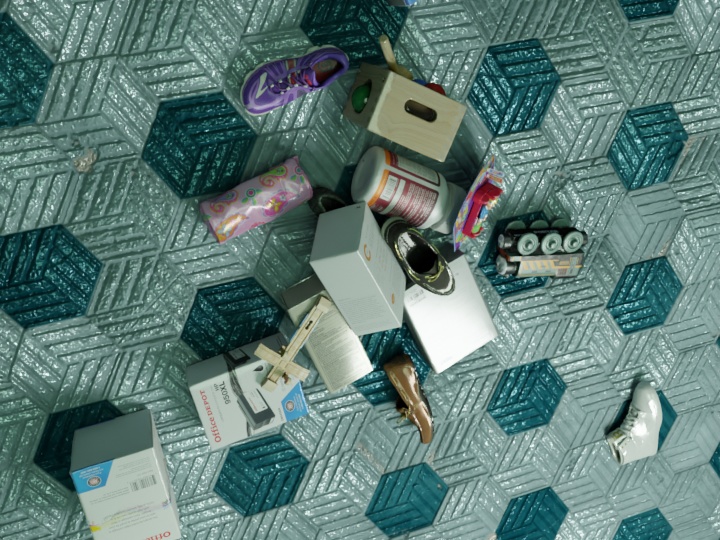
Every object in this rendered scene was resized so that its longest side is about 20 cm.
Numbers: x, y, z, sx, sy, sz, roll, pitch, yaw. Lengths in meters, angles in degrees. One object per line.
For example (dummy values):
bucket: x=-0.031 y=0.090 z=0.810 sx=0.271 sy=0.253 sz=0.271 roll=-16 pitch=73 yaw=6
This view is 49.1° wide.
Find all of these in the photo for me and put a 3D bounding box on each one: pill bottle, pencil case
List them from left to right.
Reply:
pencil case: x=-0.179 y=-0.123 z=1.374 sx=0.198 sy=0.087 sz=0.089 roll=-28 pitch=115 yaw=-9
pill bottle: x=0.090 y=-0.142 z=1.442 sx=0.197 sy=0.110 sz=0.111 roll=20 pitch=101 yaw=-24

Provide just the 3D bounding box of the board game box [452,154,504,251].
board game box: x=0.226 y=-0.113 z=1.461 sx=0.038 sy=0.200 sz=0.160 roll=27 pitch=76 yaw=16

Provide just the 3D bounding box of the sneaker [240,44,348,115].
sneaker: x=-0.110 y=-0.325 z=1.325 sx=0.197 sy=0.083 sz=0.082 roll=-28 pitch=115 yaw=-7

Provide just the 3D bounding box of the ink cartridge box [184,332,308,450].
ink cartridge box: x=-0.213 y=0.226 z=1.480 sx=0.197 sy=0.084 sz=0.147 roll=-19 pitch=113 yaw=-11

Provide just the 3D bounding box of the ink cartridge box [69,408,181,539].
ink cartridge box: x=-0.423 y=0.388 z=1.430 sx=0.144 sy=0.145 sz=0.204 roll=-14 pitch=112 yaw=-13

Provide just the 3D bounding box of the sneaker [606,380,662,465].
sneaker: x=0.628 y=0.360 z=1.822 sx=0.114 sy=0.074 sz=0.204 roll=-16 pitch=114 yaw=-16

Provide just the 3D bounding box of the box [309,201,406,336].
box: x=0.000 y=0.000 z=1.415 sx=0.096 sy=0.126 sz=0.201 roll=-12 pitch=131 yaw=21

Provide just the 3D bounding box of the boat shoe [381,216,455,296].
boat shoe: x=0.113 y=-0.014 z=1.433 sx=0.072 sy=0.061 sz=0.201 roll=-45 pitch=121 yaw=2

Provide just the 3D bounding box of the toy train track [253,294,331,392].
toy train track: x=-0.114 y=0.136 z=1.415 sx=0.114 sy=0.033 sz=0.202 roll=31 pitch=97 yaw=-25

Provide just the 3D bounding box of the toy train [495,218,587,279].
toy train: x=0.364 y=-0.038 z=1.592 sx=0.196 sy=0.086 sz=0.116 roll=-3 pitch=119 yaw=-18

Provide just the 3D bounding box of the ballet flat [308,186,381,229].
ballet flat: x=-0.019 y=-0.081 z=1.455 sx=0.199 sy=0.057 sz=0.067 roll=35 pitch=96 yaw=-26

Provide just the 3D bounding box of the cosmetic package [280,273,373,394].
cosmetic package: x=-0.063 y=0.116 z=1.491 sx=0.102 sy=0.087 sz=0.203 roll=-26 pitch=116 yaw=-7

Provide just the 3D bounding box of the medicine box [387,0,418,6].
medicine box: x=0.103 y=-0.571 z=1.302 sx=0.198 sy=0.103 sz=0.184 roll=-34 pitch=116 yaw=-4

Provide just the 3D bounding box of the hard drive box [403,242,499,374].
hard drive box: x=0.164 y=0.077 z=1.562 sx=0.154 sy=0.077 sz=0.202 roll=-30 pitch=115 yaw=-7

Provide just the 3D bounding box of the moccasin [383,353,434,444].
moccasin: x=0.099 y=0.270 z=1.610 sx=0.076 sy=0.074 sz=0.204 roll=-22 pitch=117 yaw=0

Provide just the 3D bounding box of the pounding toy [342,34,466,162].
pounding toy: x=0.065 y=-0.296 z=1.338 sx=0.197 sy=0.184 sz=0.144 roll=19 pitch=102 yaw=-23
